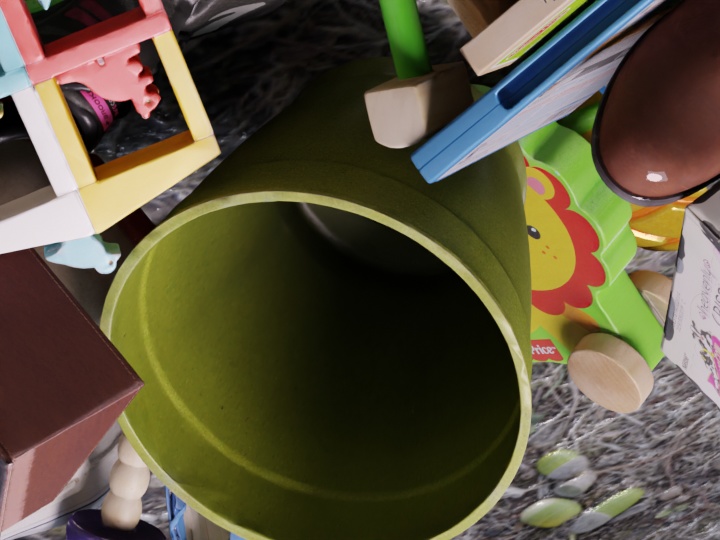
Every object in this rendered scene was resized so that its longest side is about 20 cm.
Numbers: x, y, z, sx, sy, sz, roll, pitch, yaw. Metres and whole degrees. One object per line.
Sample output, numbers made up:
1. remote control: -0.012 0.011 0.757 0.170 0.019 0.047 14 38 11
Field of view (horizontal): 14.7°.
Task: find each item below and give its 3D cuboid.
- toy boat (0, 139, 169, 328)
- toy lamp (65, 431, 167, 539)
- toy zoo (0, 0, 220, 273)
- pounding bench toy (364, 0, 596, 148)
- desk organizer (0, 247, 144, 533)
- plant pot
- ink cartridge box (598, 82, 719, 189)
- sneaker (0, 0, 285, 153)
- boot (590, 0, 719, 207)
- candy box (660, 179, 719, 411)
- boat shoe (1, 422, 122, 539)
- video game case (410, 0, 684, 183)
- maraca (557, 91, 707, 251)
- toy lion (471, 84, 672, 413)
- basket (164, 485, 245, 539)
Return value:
1. toy boat: -0.168 0.014 1.396 0.200 0.131 0.131 -41 175 30
2. toy lamp: -0.116 0.089 1.489 0.058 0.058 0.201 4 107 -40
3. toy zoo: -0.144 -0.088 1.194 0.131 0.020 0.201 -22 114 -1
4. pounding bench toy: 0.044 -0.166 1.166 0.200 0.156 0.124 -39 174 27
5. desk organizer: -0.189 0.016 1.262 0.077 0.200 0.072 -29 157 -29
6. plant pot: 0.000 0.000 1.325 0.199 0.193 0.201 7 124 11
7. ink cartridge box: 0.223 -0.142 1.291 0.144 0.147 0.200 -17 145 -54
8. sneaker: -0.115 -0.095 1.258 0.199 0.084 0.077 -23 152 1
9. boot: 0.179 -0.114 1.073 0.188 0.069 0.200 -35 173 -15
10. candy box: 0.224 -0.034 1.203 0.200 0.061 0.137 -37 158 -16
11. boat shoe: -0.176 0.097 1.505 0.200 0.071 0.070 -24 161 -52
12. video game case: 0.122 -0.113 1.188 0.200 0.018 0.143 -39 174 33
13. maraca: 0.167 -0.060 1.500 0.136 0.108 0.200 -8 162 12
14. toy lion: 0.074 -0.015 1.478 0.200 0.192 0.069 -6 -143 54
15. basket: -0.039 0.095 1.527 0.138 0.177 0.200 5 166 6
